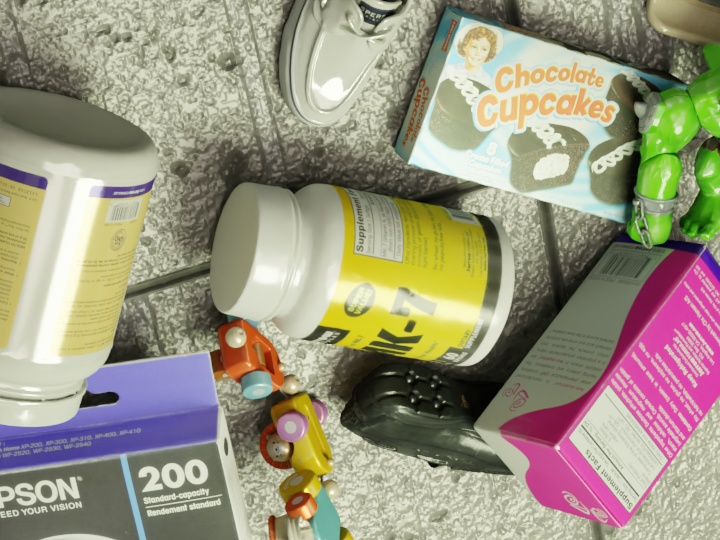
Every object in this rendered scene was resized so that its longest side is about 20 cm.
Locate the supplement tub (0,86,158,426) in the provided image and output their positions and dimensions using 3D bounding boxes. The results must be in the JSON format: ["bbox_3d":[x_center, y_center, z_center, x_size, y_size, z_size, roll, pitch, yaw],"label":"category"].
[{"bbox_3d":[-0.227,-0.010,1.570,0.145,0.145,0.200,10,108,-23],"label":"supplement tub"}]

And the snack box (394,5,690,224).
[{"bbox_3d":[0.135,-0.113,1.718,0.200,0.037,0.116,14,105,-24],"label":"snack box"}]

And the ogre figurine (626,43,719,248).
[{"bbox_3d":[0.281,-0.100,1.712,0.200,0.098,0.120,-13,122,21],"label":"ogre figurine"}]

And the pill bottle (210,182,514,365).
[{"bbox_3d":[0.000,0.000,1.673,0.200,0.114,0.115,10,107,-22],"label":"pill bottle"}]

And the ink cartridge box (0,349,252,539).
[{"bbox_3d":[-0.187,0.165,1.685,0.198,0.043,0.200,-9,115,4],"label":"ink cartridge box"}]

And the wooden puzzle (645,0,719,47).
[{"bbox_3d":[0.327,-0.250,1.731,0.185,0.037,0.200,14,106,-24],"label":"wooden puzzle"}]

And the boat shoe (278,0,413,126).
[{"bbox_3d":[-0.001,-0.190,1.622,0.073,0.065,0.200,11,107,-23],"label":"boat shoe"}]

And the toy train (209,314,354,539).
[{"bbox_3d":[-0.066,0.133,1.684,0.056,0.200,0.150,-22,154,16],"label":"toy train"}]

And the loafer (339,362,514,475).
[{"bbox_3d":[0.075,0.121,1.784,0.200,0.068,0.070,18,141,-32],"label":"loafer"}]

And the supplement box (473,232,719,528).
[{"bbox_3d":[0.196,0.081,1.747,0.200,0.101,0.103,-50,120,-19],"label":"supplement box"}]
